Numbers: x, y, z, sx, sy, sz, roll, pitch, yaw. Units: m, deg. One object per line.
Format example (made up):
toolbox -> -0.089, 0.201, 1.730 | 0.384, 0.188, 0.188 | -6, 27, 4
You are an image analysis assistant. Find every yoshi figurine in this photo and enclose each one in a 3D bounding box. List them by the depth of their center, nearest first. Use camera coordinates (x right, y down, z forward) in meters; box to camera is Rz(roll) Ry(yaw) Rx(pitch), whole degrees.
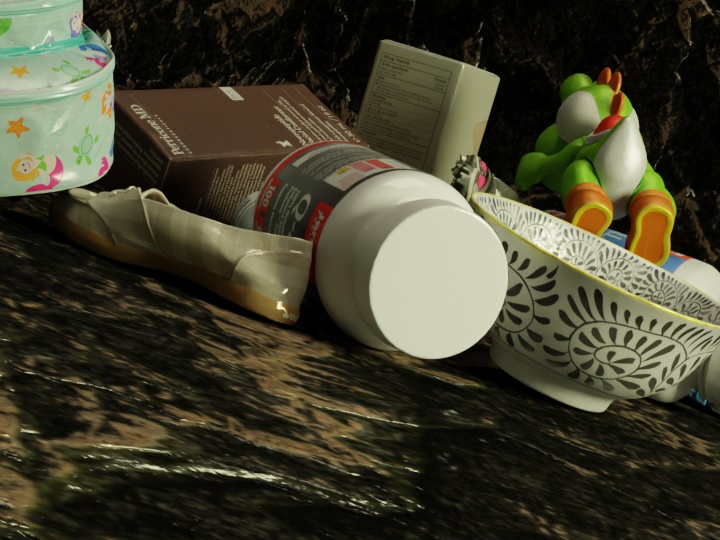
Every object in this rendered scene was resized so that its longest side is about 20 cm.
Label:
yoshi figurine -> 0.179, -0.069, 1.415 | 0.113, 0.111, 0.201 | 52, 20, -31

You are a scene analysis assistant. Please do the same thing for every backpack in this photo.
backpack -> -0.250, -0.128, 1.220 | 0.176, 0.152, 0.200 | -5, 32, -22

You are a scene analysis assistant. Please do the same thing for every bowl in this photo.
bowl -> 0.144, 0.033, 1.229 | 0.200, 0.095, 0.201 | 24, 10, -4

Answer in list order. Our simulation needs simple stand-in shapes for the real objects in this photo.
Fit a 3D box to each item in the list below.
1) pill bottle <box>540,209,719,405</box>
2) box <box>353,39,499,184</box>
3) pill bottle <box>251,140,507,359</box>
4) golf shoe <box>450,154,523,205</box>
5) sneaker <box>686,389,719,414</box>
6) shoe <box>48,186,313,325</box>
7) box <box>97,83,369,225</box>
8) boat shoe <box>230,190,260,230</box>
pill bottle -> 0.212, 0.034, 1.413 | 0.199, 0.113, 0.112 | 21, 6, 26
box -> 0.042, -0.092, 1.628 | 0.094, 0.201, 0.078 | 21, 6, 30
pill bottle -> 0.011, -0.014, 1.196 | 0.115, 0.117, 0.200 | 16, 6, -24
golf shoe -> 0.084, -0.007, 1.320 | 0.088, 0.077, 0.200 | 34, 37, -8
sneaker -> 0.267, 0.075, 1.494 | 0.199, 0.075, 0.087 | 30, 2, 31
shoe -> -0.114, -0.022, 1.180 | 0.199, 0.054, 0.070 | 21, 6, 27
box -> -0.103, -0.089, 1.432 | 0.199, 0.075, 0.100 | -9, 42, -41
boat shoe -> 0.000, -0.001, 1.359 | 0.200, 0.070, 0.072 | 16, 23, -26
